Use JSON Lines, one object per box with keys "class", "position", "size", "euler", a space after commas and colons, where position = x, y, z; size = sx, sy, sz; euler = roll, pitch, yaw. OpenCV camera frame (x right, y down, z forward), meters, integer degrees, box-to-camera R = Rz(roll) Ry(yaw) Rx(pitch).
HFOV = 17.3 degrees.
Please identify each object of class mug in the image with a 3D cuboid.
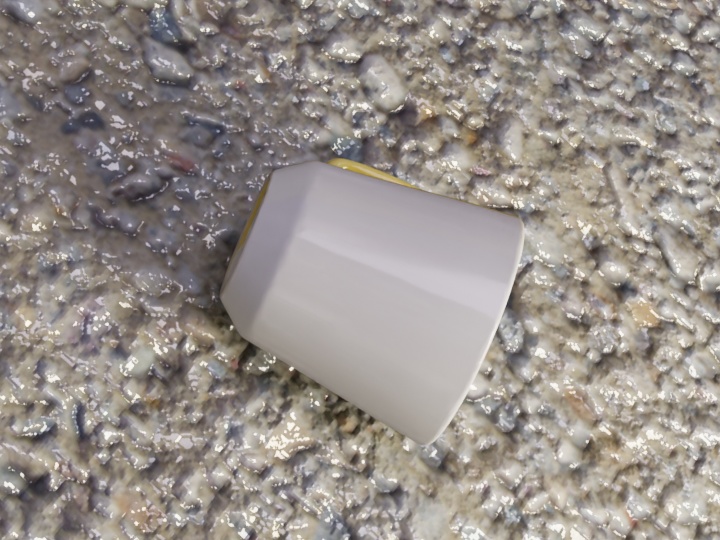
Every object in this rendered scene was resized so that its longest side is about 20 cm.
{"class": "mug", "position": [-0.003, 0.008, 1.448], "size": [0.152, 0.187, 0.150], "euler": [23, 88, -7]}
